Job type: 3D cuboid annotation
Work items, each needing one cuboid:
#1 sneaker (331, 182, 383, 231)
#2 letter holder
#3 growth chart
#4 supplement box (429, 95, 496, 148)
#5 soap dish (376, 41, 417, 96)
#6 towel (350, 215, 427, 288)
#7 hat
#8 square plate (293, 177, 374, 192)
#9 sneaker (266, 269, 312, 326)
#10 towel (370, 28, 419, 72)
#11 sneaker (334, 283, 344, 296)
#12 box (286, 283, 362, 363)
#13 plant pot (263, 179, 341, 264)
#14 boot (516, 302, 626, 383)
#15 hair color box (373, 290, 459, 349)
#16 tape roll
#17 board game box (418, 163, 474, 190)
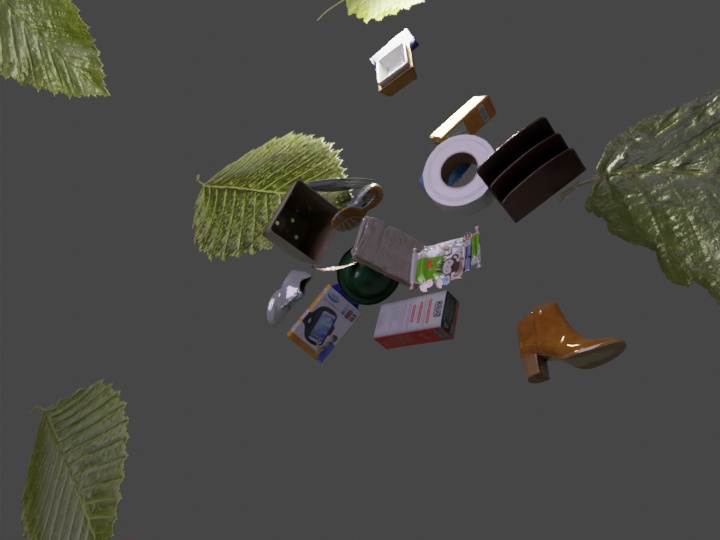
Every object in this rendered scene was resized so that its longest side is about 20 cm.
[{"bbox_3d":[-0.008,-0.201,1.844,0.199,0.076,0.088,-37,21,12],"label":"sneaker"},{"bbox_3d":[0.394,-0.239,1.357,0.199,0.142,0.101,-38,36,14],"label":"letter holder"},{"bbox_3d":[0.210,-0.023,1.434,0.198,0.018,0.146,-17,51,21],"label":"growth chart"},{"bbox_3d":[0.296,-0.419,1.669,0.200,0.069,0.066,-41,29,-14],"label":"supplement box"},{"bbox_3d":[0.137,-0.760,2.192,0.157,0.081,0.201,-30,39,26],"label":"soap dish"},{"bbox_3d":[0.077,-0.046,1.489,0.034,0.199,0.133,-38,29,58],"label":"towel"},{"bbox_3d":[0.009,0.009,1.459,0.199,0.167,0.176,-32,-3,0],"label":"hat"},{"bbox_3d":[-0.085,-0.279,1.905,0.197,0.199,0.029,-2,94,38],"label":"square plate"},{"bbox_3d":[-0.216,0.085,1.793,0.088,0.075,0.201,8,62,38],"label":"sneaker"},{"bbox_3d":[0.138,-0.873,2.335,0.199,0.049,0.148,-36,43,17],"label":"towel"},{"bbox_3d":[0.000,0.000,1.609,0.201,0.095,0.079,-56,32,-11],"label":"sneaker"},{"bbox_3d":[-0.089,0.134,1.553,0.200,0.119,0.041,-50,14,0],"label":"box"},{"bbox_3d":[-0.207,-0.147,1.906,0.177,0.199,0.201,-9,50,59],"label":"plant pot"},{"bbox_3d":[0.385,0.117,1.090,0.200,0.071,0.145,-29,42,34],"label":"boot"},{"bbox_3d":[0.131,0.120,1.378,0.199,0.061,0.102,-15,47,40],"label":"hair color box"},{"bbox_3d":[0.266,-0.246,1.505,0.201,0.071,0.205,-9,69,24],"label":"tape roll"},{"bbox_3d":[0.251,-0.276,1.645,0.158,0.039,0.200,-44,27,9],"label":"board game box"}]
